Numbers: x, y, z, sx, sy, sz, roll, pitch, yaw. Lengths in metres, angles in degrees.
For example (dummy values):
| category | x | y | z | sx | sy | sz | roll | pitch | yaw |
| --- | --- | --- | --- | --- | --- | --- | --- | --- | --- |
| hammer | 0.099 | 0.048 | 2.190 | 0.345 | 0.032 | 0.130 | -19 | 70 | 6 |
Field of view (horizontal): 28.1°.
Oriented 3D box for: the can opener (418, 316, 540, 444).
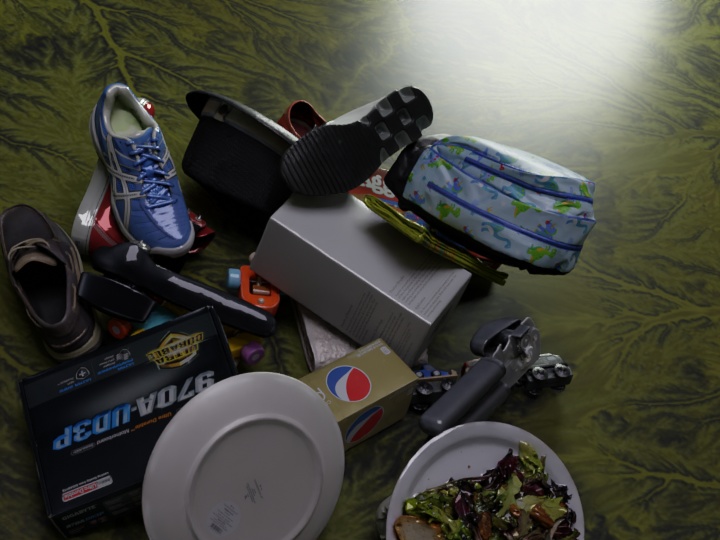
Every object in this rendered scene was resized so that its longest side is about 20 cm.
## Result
| category | x | y | z | sx | sy | sz | roll | pitch | yaw |
| --- | --- | --- | --- | --- | --- | --- | --- | --- | --- |
| can opener | 0.115 | 0.112 | 1.456 | 0.067 | 0.054 | 0.200 | 11 | 37 | 40 |

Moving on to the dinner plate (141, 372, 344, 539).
| category | x | y | z | sx | sy | sz | roll | pitch | yaw |
| --- | --- | --- | --- | --- | --- | --- | --- | --- | --- |
| dinner plate | -0.096 | 0.188 | 1.264 | 0.199 | 0.201 | 0.024 | -13 | 19 | -27 |

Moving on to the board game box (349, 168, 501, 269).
| category | x | y | z | sx | sy | sz | roll | pitch | yaw |
| --- | --- | --- | --- | --- | --- | --- | --- | --- | --- |
| board game box | 0.064 | -0.063 | 1.632 | 0.199 | 0.019 | 0.103 | 11 | 49 | -25 |

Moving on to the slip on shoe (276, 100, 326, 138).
| category | x | y | z | sx | sy | sz | roll | pitch | yaw |
| --- | --- | --- | --- | --- | --- | --- | --- | --- | --- |
| slip on shoe | -0.031 | -0.123 | 1.672 | 0.074 | 0.061 | 0.200 | -21 | 57 | -35 |

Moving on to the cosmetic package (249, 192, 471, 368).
| category | x | y | z | sx | sy | sz | roll | pitch | yaw |
| --- | --- | --- | --- | --- | --- | --- | --- | --- | --- |
| cosmetic package | 0.000 | 0.000 | 1.490 | 0.200 | 0.085 | 0.108 | 34 | 43 | 10 |

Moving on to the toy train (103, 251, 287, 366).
| category | x | y | z | sx | sy | sz | roll | pitch | yaw |
| --- | --- | --- | --- | --- | --- | --- | --- | --- | --- |
| toy train | -0.166 | 0.046 | 1.476 | 0.199 | 0.056 | 0.151 | 3 | 43 | -17 |

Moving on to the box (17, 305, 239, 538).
| category | x | y | z | sx | sy | sz | roll | pitch | yaw |
| --- | --- | --- | --- | --- | --- | --- | --- | --- | --- |
| box | -0.203 | 0.137 | 1.327 | 0.199 | 0.046 | 0.159 | -21 | 52 | -3 |

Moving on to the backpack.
| category | x | y | z | sx | sy | sz | roll | pitch | yaw |
| --- | --- | --- | --- | --- | --- | --- | --- | --- | --- |
| backpack | 0.154 | -0.070 | 1.530 | 0.163 | 0.154 | 0.200 | 17 | 25 | -49 |

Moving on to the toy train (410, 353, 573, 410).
| category | x | y | z | sx | sy | sz | roll | pitch | yaw |
| --- | --- | --- | --- | --- | --- | --- | --- | --- | --- |
| toy train | 0.129 | 0.112 | 1.508 | 0.199 | 0.034 | 0.046 | -5 | 45 | -21 |

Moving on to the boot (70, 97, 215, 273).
| category | x | y | z | sx | sy | sz | roll | pitch | yaw |
| --- | --- | --- | --- | --- | --- | --- | --- | --- | --- |
| boot | -0.218 | -0.089 | 1.565 | 0.144 | 0.072 | 0.201 | 14 | 61 | -2 |

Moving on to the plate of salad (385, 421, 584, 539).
| category | x | y | z | sx | sy | sz | roll | pitch | yaw |
| --- | --- | --- | --- | --- | --- | --- | --- | --- | --- |
| plate of salad | 0.119 | 0.238 | 1.310 | 0.199 | 0.048 | 0.201 | 3 | 81 | -19 |

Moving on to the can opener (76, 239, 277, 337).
| category | x | y | z | sx | sy | sz | roll | pitch | yaw |
| --- | --- | --- | --- | --- | --- | --- | --- | --- | --- |
| can opener | -0.176 | 0.024 | 1.421 | 0.199 | 0.079 | 0.063 | 18 | 2 | -5 |

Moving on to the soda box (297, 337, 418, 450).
| category | x | y | z | sx | sy | sz | roll | pitch | yaw |
| --- | --- | --- | --- | --- | --- | --- | --- | --- | --- |
| soda box | -0.041 | 0.143 | 1.403 | 0.200 | 0.068 | 0.064 | -26 | 58 | -34 |

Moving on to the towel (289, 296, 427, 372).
| category | x | y | z | sx | sy | sz | roll | pitch | yaw |
| --- | --- | --- | --- | --- | --- | --- | --- | --- | --- |
| towel | -0.010 | 0.027 | 1.551 | 0.132 | 0.035 | 0.200 | -3 | 48 | -18 |

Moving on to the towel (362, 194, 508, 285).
| category | x | y | z | sx | sy | sz | roll | pitch | yaw |
| --- | --- | --- | --- | --- | --- | --- | --- | --- | --- |
| towel | 0.082 | -0.032 | 1.505 | 0.086 | 0.018 | 0.200 | 38 | 7 | 33 |

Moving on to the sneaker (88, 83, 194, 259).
| category | x | y | z | sx | sy | sz | roll | pitch | yaw |
| --- | --- | --- | --- | --- | --- | --- | --- | --- | --- |
| sneaker | -0.230 | -0.103 | 1.489 | 0.075 | 0.077 | 0.201 | -23 | 74 | -21 |

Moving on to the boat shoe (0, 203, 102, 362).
| category | x | y | z | sx | sy | sz | roll | pitch | yaw |
| --- | --- | --- | --- | --- | --- | --- | --- | --- | --- |
| boat shoe | -0.316 | -0.001 | 1.445 | 0.074 | 0.073 | 0.200 | -29 | 57 | -10 |

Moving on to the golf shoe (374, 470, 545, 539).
| category | x | y | z | sx | sy | sz | roll | pitch | yaw |
| --- | --- | --- | --- | --- | --- | --- | --- | --- | --- |
| golf shoe | 0.096 | 0.214 | 1.390 | 0.199 | 0.079 | 0.097 | -9 | 24 | -23 |

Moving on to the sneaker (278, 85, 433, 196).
| category | x | y | z | sx | sy | sz | roll | pitch | yaw |
| --- | --- | --- | --- | --- | --- | --- | --- | --- | --- |
| sneaker | -0.017 | -0.126 | 1.514 | 0.200 | 0.088 | 0.074 | -29 | 99 | -35 |

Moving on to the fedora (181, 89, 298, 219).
| category | x | y | z | sx | sy | sz | roll | pitch | yaw |
| --- | --- | --- | --- | --- | --- | --- | --- | --- | --- |
| fedora | -0.128 | -0.114 | 1.592 | 0.200 | 0.201 | 0.092 | 31 | 82 | 14 |
